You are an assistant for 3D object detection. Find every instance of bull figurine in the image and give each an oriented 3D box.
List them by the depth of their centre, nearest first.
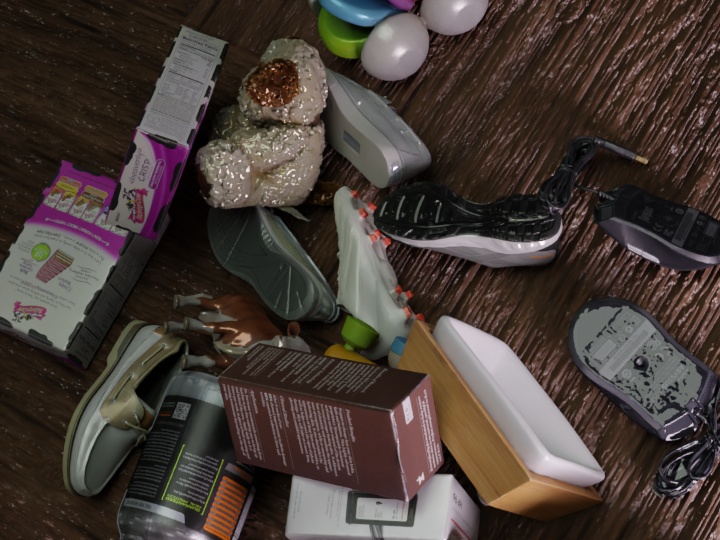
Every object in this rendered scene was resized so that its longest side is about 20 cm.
[{"bbox_3d":[-0.127,0.067,1.740,0.121,0.200,0.066,7,99,-18],"label":"bull figurine"}]

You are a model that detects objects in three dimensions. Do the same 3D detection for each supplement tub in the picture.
[{"bbox_3d":[-0.166,0.212,1.707,0.122,0.123,0.201,13,70,24],"label":"supplement tub"}]

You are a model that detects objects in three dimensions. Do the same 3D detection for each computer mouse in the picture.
[{"bbox_3d":[0.279,0.112,1.646,0.138,0.053,0.200,-42,72,-6],"label":"computer mouse"},{"bbox_3d":[0.281,-0.063,1.727,0.199,0.046,0.141,20,42,8],"label":"computer mouse"}]

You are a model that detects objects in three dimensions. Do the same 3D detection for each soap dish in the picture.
[{"bbox_3d":[0.130,0.144,1.625,0.081,0.157,0.200,-44,58,14],"label":"soap dish"}]

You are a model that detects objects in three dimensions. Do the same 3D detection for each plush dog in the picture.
[{"bbox_3d":[-0.083,-0.162,1.821,0.160,0.200,0.173,11,111,-1],"label":"plush dog"}]

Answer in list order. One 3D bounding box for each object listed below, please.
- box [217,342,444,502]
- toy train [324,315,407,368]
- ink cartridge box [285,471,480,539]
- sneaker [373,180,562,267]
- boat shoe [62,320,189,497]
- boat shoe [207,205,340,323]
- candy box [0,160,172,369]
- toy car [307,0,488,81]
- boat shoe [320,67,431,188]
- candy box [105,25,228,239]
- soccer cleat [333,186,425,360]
[{"bbox_3d":[-0.028,0.138,1.594,0.199,0.101,0.075,10,33,34],"label":"box"},{"bbox_3d":[-0.023,0.095,1.721,0.199,0.085,0.116,28,93,33],"label":"toy train"},{"bbox_3d":[0.042,0.239,1.625,0.199,0.116,0.068,0,67,18],"label":"ink cartridge box"},{"bbox_3d":[0.108,-0.037,1.752,0.199,0.079,0.074,9,59,17],"label":"sneaker"},{"bbox_3d":[-0.245,0.146,1.794,0.068,0.075,0.201,11,68,29],"label":"boat shoe"},{"bbox_3d":[-0.095,-0.014,1.833,0.202,0.065,0.075,44,104,36],"label":"boat shoe"},{"bbox_3d":[-0.317,-0.008,1.901,0.136,0.061,0.201,22,73,26],"label":"candy box"},{"bbox_3d":[0.031,-0.323,1.881,0.200,0.150,0.175,-37,60,-1],"label":"toy car"},{"bbox_3d":[0.008,-0.163,1.862,0.068,0.072,0.200,-16,37,-26],"label":"boat shoe"},{"bbox_3d":[-0.206,-0.150,1.840,0.061,0.137,0.200,21,40,-6],"label":"candy box"},{"bbox_3d":[0.000,0.000,1.786,0.077,0.069,0.201,-33,57,18],"label":"soccer cleat"}]
